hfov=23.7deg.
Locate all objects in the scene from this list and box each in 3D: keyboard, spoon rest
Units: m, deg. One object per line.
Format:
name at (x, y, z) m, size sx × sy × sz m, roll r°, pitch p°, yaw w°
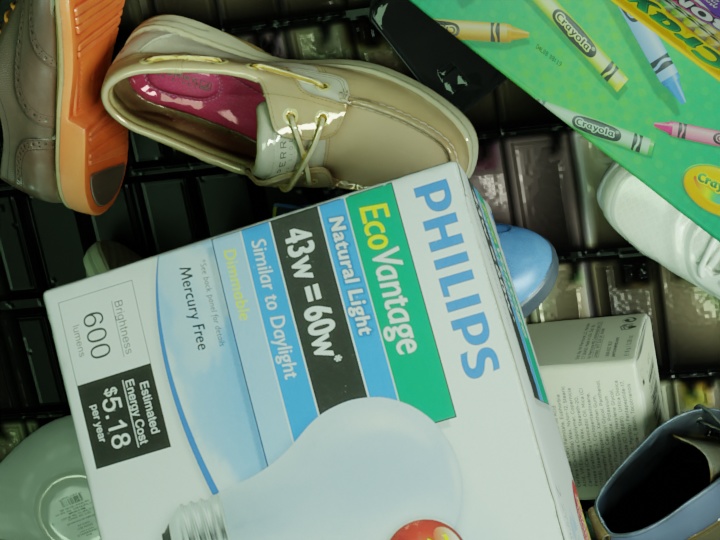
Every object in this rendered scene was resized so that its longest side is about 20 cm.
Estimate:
keyboard at (0.110, -0.143, 0.846) m, size 0.200 × 0.021 × 0.127 m, roll -37°, pitch 92°, yaw 26°
spoon rest at (-0.206, 0.147, 1.035) m, size 0.199 × 0.061 × 0.100 m, roll -18°, pitch 107°, yaw 7°

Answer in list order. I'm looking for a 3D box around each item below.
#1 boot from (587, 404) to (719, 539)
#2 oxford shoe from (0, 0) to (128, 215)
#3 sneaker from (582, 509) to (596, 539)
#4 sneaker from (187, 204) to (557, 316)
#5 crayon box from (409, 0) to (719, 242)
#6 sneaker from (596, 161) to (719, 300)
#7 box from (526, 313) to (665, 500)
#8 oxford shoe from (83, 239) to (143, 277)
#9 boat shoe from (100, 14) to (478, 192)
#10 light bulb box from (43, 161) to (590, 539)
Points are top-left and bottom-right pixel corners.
boot at (0.199, 0.102, 0.843) m, size 0.199 × 0.075 × 0.097 m, roll -35°, pitch 141°, yaw -3°
oxford shoe at (-0.167, -0.127, 0.902) m, size 0.072 × 0.071 × 0.201 m, roll 11°, pitch 114°, yaw 16°
sneaker at (0.160, 0.175, 0.937) m, size 0.199 × 0.078 × 0.087 m, roll 1°, pitch 125°, yaw 21°
sneaker at (0.000, 0.000, 0.890) m, size 0.199 × 0.066 × 0.079 m, roll -7°, pitch 136°, yaw 19°
crayon box at (0.127, -0.098, 0.751) m, size 0.200 × 0.119 × 0.058 m, roll 41°, pitch 123°, yaw 19°
sneaker at (0.209, -0.002, 0.841) m, size 0.199 × 0.081 × 0.075 m, roll 26°, pitch 117°, yaw 6°
box at (0.060, 0.078, 0.919) m, size 0.199 × 0.068 × 0.083 m, roll -4°, pitch 110°, yaw 17°
oxford shoe at (-0.103, 0.071, 0.928) m, size 0.058 × 0.075 × 0.201 m, roll -40°, pitch 71°, yaw 23°
boat shoe at (-0.040, -0.072, 0.881) m, size 0.199 × 0.069 × 0.074 m, roll 16°, pitch 125°, yaw 13°
light bulb box at (-0.013, 0.080, 0.787) m, size 0.199 × 0.125 × 0.200 m, roll -18°, pitch 79°, yaw 8°
